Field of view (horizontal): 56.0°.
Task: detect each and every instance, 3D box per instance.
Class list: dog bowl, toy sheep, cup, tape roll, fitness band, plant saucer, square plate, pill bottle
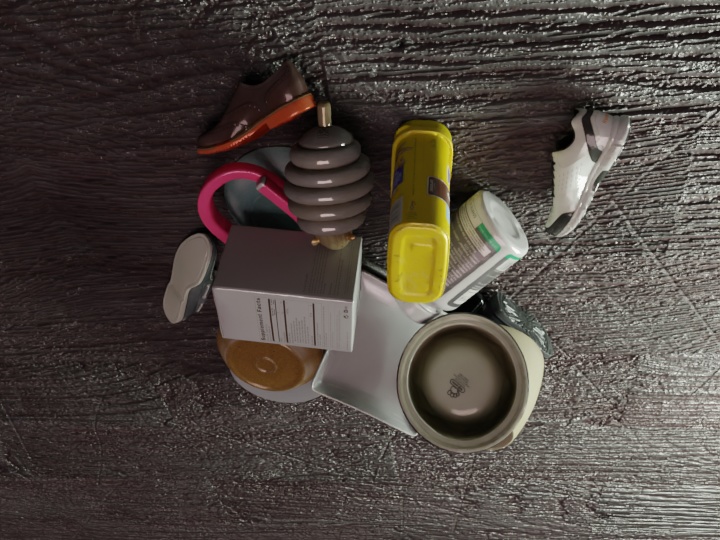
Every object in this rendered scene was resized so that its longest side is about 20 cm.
[{"bbox_3d":[0.155,0.169,1.031,0.194,0.206,0.074,-3,172,10],"label":"dog bowl"},{"bbox_3d":[-0.043,-0.123,0.905,0.134,0.139,0.205,-4,115,11],"label":"toy sheep"},{"bbox_3d":[0.208,0.210,1.137,0.195,0.145,0.203,8,135,7],"label":"cup"},{"bbox_3d":[-0.146,0.165,1.278,0.194,0.067,0.203,3,135,3],"label":"tape roll"},{"bbox_3d":[-0.146,-0.073,0.997,0.142,0.038,0.199,-30,125,32],"label":"fitness band"},{"bbox_3d":[-0.163,0.154,1.190,0.194,0.036,0.203,6,134,6],"label":"plant saucer"},{"bbox_3d":[-0.113,-0.093,1.028,0.195,0.039,0.204,3,137,3],"label":"plant saucer"},{"bbox_3d":[0.041,0.132,1.084,0.195,0.204,0.028,26,171,-14],"label":"square plate"},{"bbox_3d":[0.140,-0.014,1.008,0.112,0.115,0.199,34,122,-27],"label":"pill bottle"}]

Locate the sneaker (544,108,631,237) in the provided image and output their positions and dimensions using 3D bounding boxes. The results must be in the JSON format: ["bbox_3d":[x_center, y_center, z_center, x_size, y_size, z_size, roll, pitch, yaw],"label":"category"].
[{"bbox_3d":[0.291,-0.135,0.927,0.078,0.074,0.203,21,132,6],"label":"sneaker"}]

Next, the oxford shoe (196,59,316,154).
[{"bbox_3d":[-0.149,-0.213,0.904,0.196,0.071,0.074,-19,103,28],"label":"oxford shoe"}]

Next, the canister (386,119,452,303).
[{"bbox_3d":[0.078,-0.078,0.902,0.084,0.203,0.151,3,137,4],"label":"canister"}]

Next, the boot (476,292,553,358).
[{"bbox_3d":[0.217,0.138,1.205,0.164,0.066,0.199,39,125,-19],"label":"boot"}]

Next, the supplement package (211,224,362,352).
[{"bbox_3d":[-0.100,0.026,0.982,0.194,0.123,0.121,6,139,3],"label":"supplement package"}]

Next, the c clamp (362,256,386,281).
[{"bbox_3d":[0.000,0.000,1.119,0.196,0.028,0.171,23,140,-23],"label":"c clamp"}]

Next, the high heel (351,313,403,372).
[{"bbox_3d":[-0.017,0.073,1.169,0.198,0.143,0.072,34,160,35],"label":"high heel"}]

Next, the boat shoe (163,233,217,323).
[{"bbox_3d":[-0.279,0.009,1.152,0.061,0.073,0.202,-15,148,-46],"label":"boat shoe"}]

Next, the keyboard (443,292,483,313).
[{"bbox_3d":[0.116,0.080,1.156,0.104,0.039,0.200,47,113,10],"label":"keyboard"}]
